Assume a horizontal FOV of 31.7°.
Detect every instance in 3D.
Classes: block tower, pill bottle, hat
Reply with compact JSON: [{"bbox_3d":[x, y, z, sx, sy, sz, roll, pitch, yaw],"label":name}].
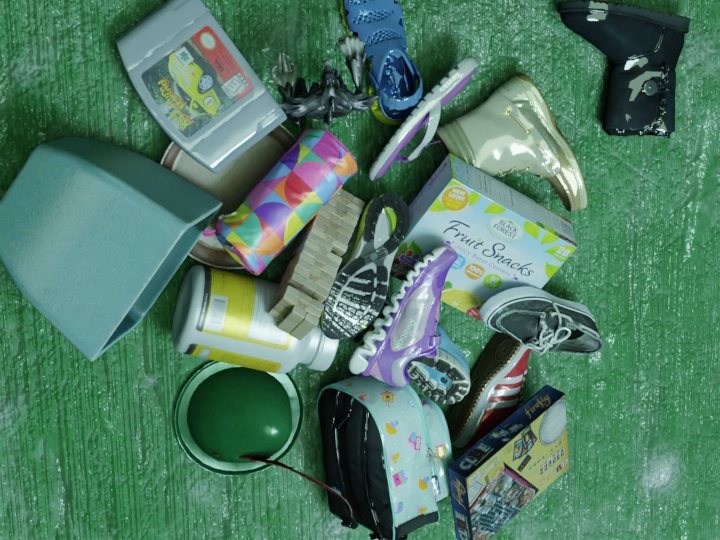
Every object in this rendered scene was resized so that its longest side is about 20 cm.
[{"bbox_3d":[-0.054,-0.017,1.578,0.054,0.058,0.201,29,56,-14],"label":"block tower"},{"bbox_3d":[-0.131,0.068,1.603,0.198,0.112,0.113,14,98,-18],"label":"pill bottle"},{"bbox_3d":[-0.126,0.209,1.600,0.198,0.176,0.167,-3,103,-15],"label":"hat"}]

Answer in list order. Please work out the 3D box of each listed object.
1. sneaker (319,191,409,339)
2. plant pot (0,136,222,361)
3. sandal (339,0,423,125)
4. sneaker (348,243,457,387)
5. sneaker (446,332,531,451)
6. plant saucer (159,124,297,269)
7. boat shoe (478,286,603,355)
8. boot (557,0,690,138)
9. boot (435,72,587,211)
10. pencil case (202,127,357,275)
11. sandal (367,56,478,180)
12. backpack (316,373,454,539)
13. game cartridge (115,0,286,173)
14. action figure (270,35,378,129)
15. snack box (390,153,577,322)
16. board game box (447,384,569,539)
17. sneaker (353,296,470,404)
[{"bbox_3d":[0.000,0.000,1.611,0.074,0.081,0.201,31,70,-14],"label":"sneaker"},{"bbox_3d":[-0.310,-0.050,1.479,0.199,0.196,0.196,38,102,-2],"label":"plant pot"},{"bbox_3d":[0.033,-0.278,1.587,0.079,0.087,0.202,-23,106,-7],"label":"sandal"},{"bbox_3d":[0.072,0.063,1.590,0.088,0.080,0.201,34,94,9],"label":"sneaker"},{"bbox_3d":[0.208,0.171,1.743,0.112,0.071,0.201,32,91,-22],"label":"sneaker"},{"bbox_3d":[-0.160,-0.104,1.598,0.198,0.034,0.202,-3,102,-14],"label":"plant saucer"},{"bbox_3d":[0.241,0.077,1.661,0.198,0.068,0.074,17,125,-41],"label":"boat shoe"},{"bbox_3d":[0.342,-0.264,1.679,0.198,0.076,0.170,5,97,-23],"label":"boot"},{"bbox_3d":[0.199,-0.137,1.672,0.154,0.072,0.201,-32,103,-7],"label":"boot"},{"bbox_3d":[-0.094,-0.086,1.550,0.200,0.088,0.088,-45,110,-8],"label":"pencil case"},{"bbox_3d":[0.085,-0.184,1.608,0.050,0.082,0.203,42,100,3],"label":"sandal"},{"bbox_3d":[0.029,0.229,1.653,0.152,0.175,0.202,-24,109,-27],"label":"backpack"},{"bbox_3d":[-0.199,-0.225,1.536,0.133,0.041,0.201,-38,96,-3],"label":"game cartridge"},{"bbox_3d":[-0.049,-0.222,1.515,0.118,0.200,0.103,-11,95,-9],"label":"action figure"},{"bbox_3d":[0.152,-0.033,1.650,0.199,0.068,0.169,27,122,-20],"label":"snack box"},{"bbox_3d":[0.199,0.261,1.677,0.199,0.034,0.137,-34,131,-31],"label":"board game box"},{"bbox_3d":[0.065,0.093,1.689,0.200,0.090,0.078,42,117,-4],"label":"sneaker"}]
